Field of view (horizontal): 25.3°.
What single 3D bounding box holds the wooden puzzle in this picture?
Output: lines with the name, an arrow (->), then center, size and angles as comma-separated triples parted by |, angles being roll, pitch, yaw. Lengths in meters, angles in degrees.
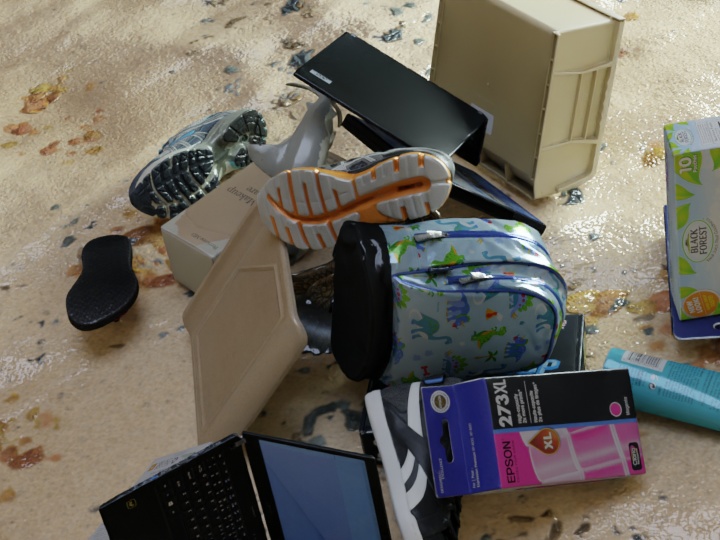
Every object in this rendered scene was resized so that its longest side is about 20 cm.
wooden puzzle -> -0.109, 0.057, 1.537 | 0.037, 0.185, 0.201 | 17, 35, -28

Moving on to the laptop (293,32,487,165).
laptop -> 0.033, -0.157, 1.676 | 0.177, 0.200, 0.104 | 33, 75, 9

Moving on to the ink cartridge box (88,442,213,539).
ink cartridge box -> -0.199, 0.232, 1.391 | 0.094, 0.037, 0.200 | -22, 20, 47

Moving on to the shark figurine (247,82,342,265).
shark figurine -> -0.069, -0.127, 1.640 | 0.089, 0.128, 0.216 | 12, 62, -2

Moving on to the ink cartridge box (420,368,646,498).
ink cartridge box -> 0.149, 0.137, 1.369 | 0.199, 0.037, 0.095 | -2, 77, -26

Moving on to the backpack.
backpack -> 0.087, 0.027, 1.456 | 0.199, 0.164, 0.154 | -13, 41, -25

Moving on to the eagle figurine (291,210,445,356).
eagle figurine -> -0.006, -0.005, 1.586 | 0.151, 0.152, 0.200 | 38, 93, 23

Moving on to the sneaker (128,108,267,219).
sneaker -> -0.198, -0.122, 1.849 | 0.086, 0.078, 0.200 | 10, 35, 42

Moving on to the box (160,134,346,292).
box -> -0.107, -0.053, 1.724 | 0.095, 0.078, 0.200 | 27, 52, 36

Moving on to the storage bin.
storage bin -> 0.173, -0.210, 1.756 | 0.093, 0.200, 0.200 | -15, 36, -33

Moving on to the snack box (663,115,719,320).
snack box -> 0.352, -0.052, 1.462 | 0.141, 0.201, 0.053 | -9, 41, 5

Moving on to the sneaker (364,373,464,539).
sneaker -> 0.079, 0.173, 1.372 | 0.111, 0.073, 0.201 | -20, 58, 4

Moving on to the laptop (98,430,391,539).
laptop -> -0.085, 0.230, 1.299 | 0.199, 0.178, 0.103 | -27, 41, -19

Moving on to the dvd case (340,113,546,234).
dvd case -> 0.087, -0.098, 1.666 | 0.018, 0.199, 0.143 | -59, 41, 11

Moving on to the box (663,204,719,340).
box -> 0.362, 0.005, 1.574 | 0.120, 0.033, 0.201 | -3, 40, 11

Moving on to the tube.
tube -> 0.316, 0.115, 1.446 | 0.199, 0.051, 0.078 | 13, 49, 20

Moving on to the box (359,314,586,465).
box -> 0.109, 0.111, 1.498 | 0.198, 0.046, 0.159 | -1, 40, 13

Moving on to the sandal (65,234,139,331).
sandal -> -0.270, 0.020, 1.713 | 0.075, 0.045, 0.200 | -6, 25, -1

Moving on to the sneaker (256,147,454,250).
sneaker -> -0.001, -0.071, 1.488 | 0.199, 0.079, 0.077 | -7, 16, 21
